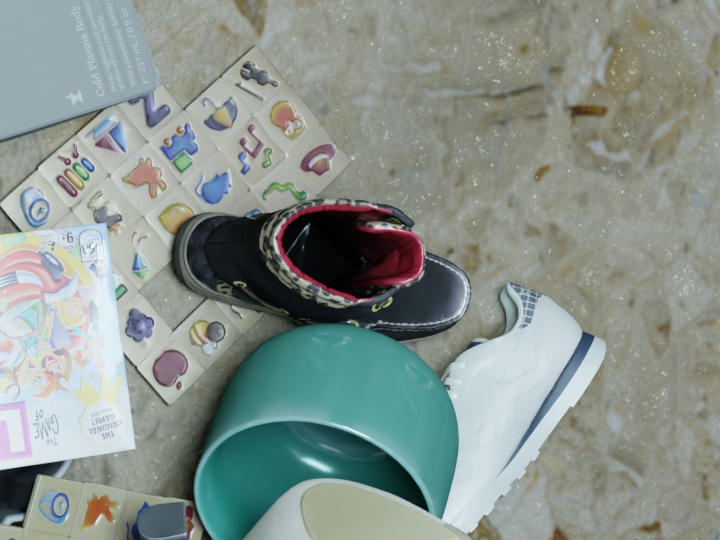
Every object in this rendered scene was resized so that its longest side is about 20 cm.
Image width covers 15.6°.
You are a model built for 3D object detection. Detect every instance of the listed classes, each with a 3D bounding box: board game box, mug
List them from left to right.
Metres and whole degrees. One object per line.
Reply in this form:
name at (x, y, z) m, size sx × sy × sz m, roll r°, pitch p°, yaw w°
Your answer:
board game box at (-0.235, 0.050, 1.496) m, size 0.200 × 0.034 × 0.135 m, roll -8°, pitch 90°, yaw -24°
mug at (-0.023, 0.117, 1.617) m, size 0.152 × 0.185 × 0.115 m, roll 29°, pitch 42°, yaw -10°

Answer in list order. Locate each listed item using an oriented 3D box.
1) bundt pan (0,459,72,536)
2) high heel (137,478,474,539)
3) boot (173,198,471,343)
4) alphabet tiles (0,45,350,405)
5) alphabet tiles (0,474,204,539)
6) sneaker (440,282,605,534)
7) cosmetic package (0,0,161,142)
bundt pan at (-0.267, 0.070, 1.540) m, size 0.201 × 0.076 × 0.202 m, roll 2°, pitch 85°, yaw -24°
high heel at (-0.030, 0.193, 1.561) m, size 0.200 × 0.143 × 0.071 m, roll 1°, pitch 45°, yaw 4°
boot at (0.000, 0.000, 1.615) m, size 0.200 × 0.151 × 0.073 m, roll 15°, pitch 80°, yaw -22°
alphabet tiles at (-0.104, -0.043, 1.659) m, size 0.200 × 0.008 × 0.167 m, roll -44°, pitch 103°, yaw -20°
alphabet tiles at (-0.163, 0.210, 1.567) m, size 0.200 × 0.006 × 0.167 m, roll 16°, pitch 90°, yaw -43°
sneaker at (0.075, 0.102, 1.700) m, size 0.080 × 0.076 × 0.200 m, roll 38°, pitch 68°, yaw -5°
cosmetic package at (-0.233, -0.123, 1.551) m, size 0.200 × 0.090 × 0.107 m, roll -23°, pitch 97°, yaw -36°
